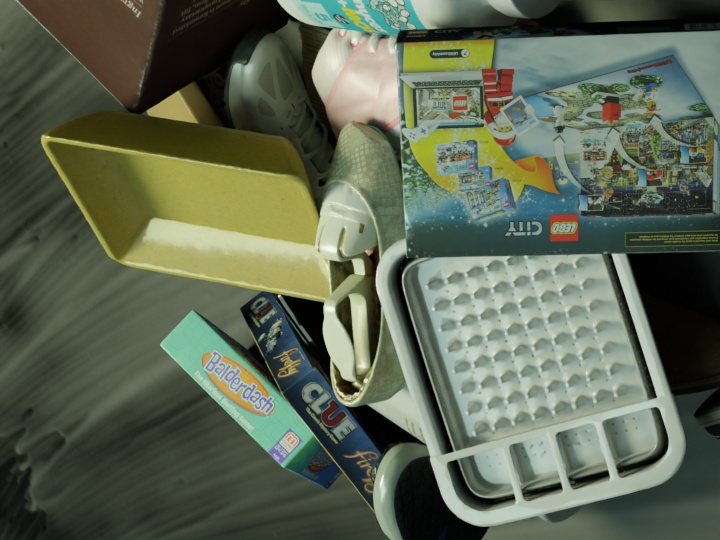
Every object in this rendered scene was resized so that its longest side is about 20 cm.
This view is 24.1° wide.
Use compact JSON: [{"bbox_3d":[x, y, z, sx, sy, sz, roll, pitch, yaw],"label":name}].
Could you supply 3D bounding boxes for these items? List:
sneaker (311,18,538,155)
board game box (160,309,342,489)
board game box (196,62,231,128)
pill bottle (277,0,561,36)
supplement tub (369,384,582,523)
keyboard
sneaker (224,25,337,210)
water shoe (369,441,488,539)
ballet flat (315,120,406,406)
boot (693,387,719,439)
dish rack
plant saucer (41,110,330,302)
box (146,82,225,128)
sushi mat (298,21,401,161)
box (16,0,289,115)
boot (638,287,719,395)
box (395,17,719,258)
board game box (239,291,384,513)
[{"bbox_3d":[0.036,-0.148,1.154,0.200,0.075,0.105,-30,89,49],"label":"sneaker"},{"bbox_3d":[-0.085,0.117,1.478,0.152,0.045,0.200,43,178,14],"label":"board game box"},{"bbox_3d":[-0.108,-0.113,1.413,0.103,0.019,0.201,-1,118,49],"label":"board game box"},{"bbox_3d":[0.038,-0.205,1.078,0.199,0.111,0.111,14,130,43],"label":"pill bottle"},{"bbox_3d":[0.093,0.081,1.243,0.199,0.132,0.133,32,141,28],"label":"supplement tub"},{"bbox_3d":[0.015,0.074,1.357,0.201,0.104,0.040,55,149,-5],"label":"keyboard"},{"bbox_3d":[-0.027,-0.095,1.277,0.115,0.076,0.201,17,143,30],"label":"sneaker"},{"bbox_3d":[0.034,0.163,1.231,0.079,0.072,0.200,30,171,27],"label":"water shoe"},{"bbox_3d":[0.000,0.000,1.162,0.067,0.062,0.202,7,110,43],"label":"ballet flat"},{"bbox_3d":[0.317,0.118,1.066,0.200,0.073,0.151,-25,99,50],"label":"boot"},{"bbox_3d":[0.114,0.056,1.111,0.171,0.044,0.201,-17,93,22],"label":"dish rack"},{"bbox_3d":[-0.111,-0.053,1.242,0.199,0.049,0.200,11,156,14],"label":"plant saucer"},{"bbox_3d":[-0.143,-0.122,1.359,0.201,0.021,0.164,58,167,19],"label":"box"},{"bbox_3d":[0.031,-0.118,1.249,0.199,0.012,0.096,26,136,35],"label":"sushi mat"},{"bbox_3d":[-0.140,-0.257,1.195,0.164,0.166,0.200,43,144,14],"label":"box"},{"bbox_3d":[0.164,0.029,1.135,0.199,0.074,0.076,13,133,21],"label":"boot"},{"bbox_3d":[0.123,-0.079,1.024,0.198,0.038,0.138,-1,111,6],"label":"box"},{"bbox_3d":[-0.032,0.103,1.387,0.136,0.035,0.200,54,180,-23],"label":"board game box"}]
